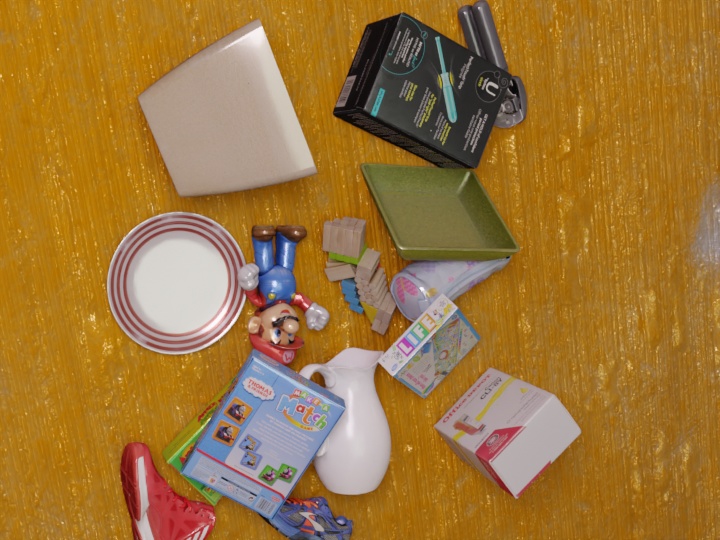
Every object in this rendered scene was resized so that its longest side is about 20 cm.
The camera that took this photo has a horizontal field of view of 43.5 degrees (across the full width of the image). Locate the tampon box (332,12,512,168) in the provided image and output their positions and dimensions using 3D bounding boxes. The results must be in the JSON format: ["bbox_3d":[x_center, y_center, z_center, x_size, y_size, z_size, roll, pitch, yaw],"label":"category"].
[{"bbox_3d":[0.089,-0.256,1.319,0.199,0.126,0.151,23,88,-24],"label":"tampon box"}]

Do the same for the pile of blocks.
[{"bbox_3d":[0.000,0.000,1.367,0.202,0.081,0.062,68,30,-26],"label":"pile of blocks"}]

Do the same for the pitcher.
[{"bbox_3d":[-0.031,0.227,1.336,0.171,0.120,0.203,-6,97,-47],"label":"pitcher"}]

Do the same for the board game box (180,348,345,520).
[{"bbox_3d":[-0.135,0.230,1.255,0.150,0.037,0.201,31,103,-12],"label":"board game box"}]

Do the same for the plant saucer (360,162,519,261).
[{"bbox_3d":[0.109,-0.078,1.342,0.198,0.201,0.048,1,131,-22],"label":"plant saucer"}]

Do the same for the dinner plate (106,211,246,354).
[{"bbox_3d":[-0.257,0.017,1.274,0.198,0.024,0.203,-4,100,-21],"label":"dinner plate"}]

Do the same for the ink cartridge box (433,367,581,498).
[{"bbox_3d":[0.223,0.247,1.412,0.145,0.200,0.084,-43,108,-11],"label":"ink cartridge box"}]

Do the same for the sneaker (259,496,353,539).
[{"bbox_3d":[-0.089,0.373,1.379,0.200,0.075,0.079,42,73,-30],"label":"sneaker"}]

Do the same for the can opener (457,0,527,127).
[{"bbox_3d":[0.210,-0.321,1.410,0.067,0.053,0.202,-38,113,-47],"label":"can opener"}]

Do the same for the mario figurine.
[{"bbox_3d":[-0.108,0.036,1.290,0.122,0.106,0.203,-1,93,2],"label":"mario figurine"}]

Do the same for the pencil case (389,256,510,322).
[{"bbox_3d":[0.139,0.003,1.374,0.199,0.090,0.084,-30,136,-32],"label":"pencil case"}]

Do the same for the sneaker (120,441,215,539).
[{"bbox_3d":[-0.274,0.325,1.297,0.115,0.078,0.202,-14,115,-29],"label":"sneaker"}]

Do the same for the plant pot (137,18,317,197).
[{"bbox_3d":[-0.184,-0.197,1.190,0.176,0.200,0.202,-23,106,-6],"label":"plant pot"}]

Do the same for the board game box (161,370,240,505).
[{"bbox_3d":[-0.182,0.231,1.324,0.200,0.048,0.102,-46,111,-10],"label":"board game box"}]

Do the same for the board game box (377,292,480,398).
[{"bbox_3d":[0.108,0.117,1.354,0.135,0.034,0.200,-47,156,-1],"label":"board game box"}]
